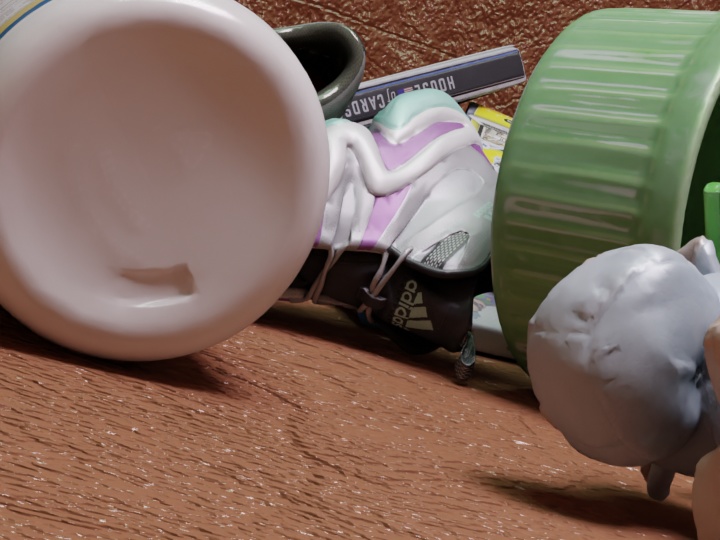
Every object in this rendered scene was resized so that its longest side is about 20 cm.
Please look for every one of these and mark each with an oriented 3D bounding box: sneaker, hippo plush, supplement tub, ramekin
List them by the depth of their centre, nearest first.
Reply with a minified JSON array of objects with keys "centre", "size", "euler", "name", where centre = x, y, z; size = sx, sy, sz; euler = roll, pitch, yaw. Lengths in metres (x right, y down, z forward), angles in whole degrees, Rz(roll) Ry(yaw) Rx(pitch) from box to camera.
[{"centre":[0.154,0.024,1.025],"size":[0.199,0.160,0.161],"euler":[9,9,-41],"name":"hippo plush"},{"centre":[-0.100,-0.050,1.135],"size":[0.144,0.145,0.200],"euler":[14,6,-15],"name":"supplement tub"},{"centre":[0.000,0.000,1.288],"size":[0.199,0.078,0.140],"euler":[-22,63,-29],"name":"sneaker"},{"centre":[0.140,-0.027,1.303],"size":[0.097,0.201,0.200],"euler":[10,3,28],"name":"ramekin"},{"centre":[-0.081,-0.072,1.309],"size":[0.200,0.079,0.074],"euler":[-23,73,-37],"name":"sneaker"}]

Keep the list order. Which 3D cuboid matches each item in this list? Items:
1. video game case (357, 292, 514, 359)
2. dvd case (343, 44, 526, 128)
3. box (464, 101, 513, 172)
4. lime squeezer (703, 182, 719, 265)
[{"centre":[0.082,0.006,1.455],"size":[0.199,0.018,0.143],"euler":[13,27,-19],"name":"video game case"},{"centre":[-0.030,-0.076,1.521],"size":[0.200,0.025,0.150],"euler":[-16,0,-40],"name":"dvd case"},{"centre":[0.133,-0.012,1.466],"size":[0.199,0.038,0.137],"euler":[22,25,0],"name":"box"},{"centre":[0.175,0.058,1.119],"size":[0.200,0.038,0.071],"euler":[50,-38,-9],"name":"lime squeezer"}]
